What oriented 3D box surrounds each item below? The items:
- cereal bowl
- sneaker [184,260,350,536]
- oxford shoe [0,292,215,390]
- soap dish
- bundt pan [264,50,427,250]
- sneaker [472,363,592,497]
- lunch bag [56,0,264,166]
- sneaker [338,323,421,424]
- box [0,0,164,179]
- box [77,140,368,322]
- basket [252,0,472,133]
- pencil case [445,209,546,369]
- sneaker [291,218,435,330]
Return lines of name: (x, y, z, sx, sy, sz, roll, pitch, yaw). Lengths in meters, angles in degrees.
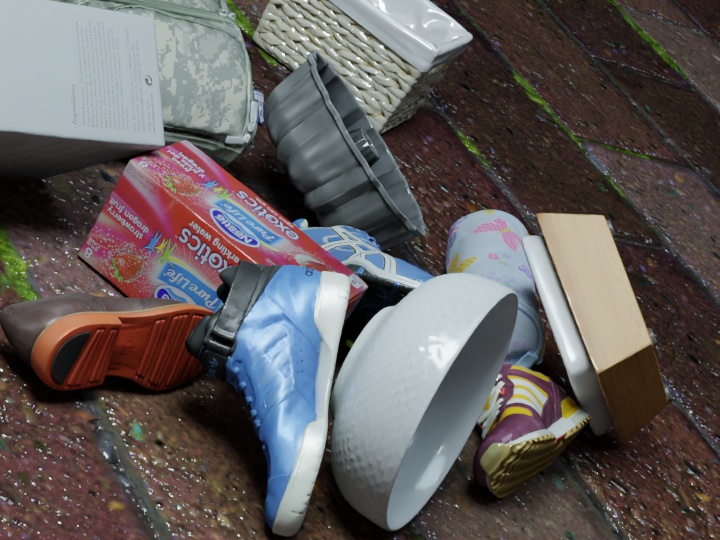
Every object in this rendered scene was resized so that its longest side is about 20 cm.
cereal bowl: (0.036, 0.087, 1.411, 0.083, 0.201, 0.200, 27, 22, 17)
sneaker: (-0.076, 0.087, 1.364, 0.111, 0.077, 0.201, 10, 70, -3)
oxford shoe: (-0.175, 0.041, 1.385, 0.072, 0.071, 0.200, 34, 16, 32)
soap dish: (0.212, 0.049, 1.685, 0.200, 0.081, 0.158, 59, 12, -64)
bundt pan: (-0.022, -0.099, 1.756, 0.202, 0.076, 0.202, 57, 10, -16)
sneaker: (0.121, 0.127, 1.586, 0.090, 0.075, 0.200, 43, 17, 15)
lunch bag: (-0.196, -0.179, 1.694, 0.199, 0.139, 0.168, 8, 51, -42)
sneaker: (0.014, 0.073, 1.588, 0.082, 0.072, 0.200, -5, 36, -2)
box: (-0.275, -0.139, 1.456, 0.200, 0.152, 0.107, 3, 80, -50)
box: (-0.108, 0.000, 1.500, 0.200, 0.100, 0.095, 39, 26, 11)
basket: (-0.001, -0.256, 2.075, 0.200, 0.124, 0.136, 37, 25, 9)
pencil case: (0.126, 0.019, 1.773, 0.090, 0.083, 0.200, 24, 25, -13)
sneaker: (0.000, 0.000, 1.562, 0.199, 0.076, 0.077, 16, 49, 28)
